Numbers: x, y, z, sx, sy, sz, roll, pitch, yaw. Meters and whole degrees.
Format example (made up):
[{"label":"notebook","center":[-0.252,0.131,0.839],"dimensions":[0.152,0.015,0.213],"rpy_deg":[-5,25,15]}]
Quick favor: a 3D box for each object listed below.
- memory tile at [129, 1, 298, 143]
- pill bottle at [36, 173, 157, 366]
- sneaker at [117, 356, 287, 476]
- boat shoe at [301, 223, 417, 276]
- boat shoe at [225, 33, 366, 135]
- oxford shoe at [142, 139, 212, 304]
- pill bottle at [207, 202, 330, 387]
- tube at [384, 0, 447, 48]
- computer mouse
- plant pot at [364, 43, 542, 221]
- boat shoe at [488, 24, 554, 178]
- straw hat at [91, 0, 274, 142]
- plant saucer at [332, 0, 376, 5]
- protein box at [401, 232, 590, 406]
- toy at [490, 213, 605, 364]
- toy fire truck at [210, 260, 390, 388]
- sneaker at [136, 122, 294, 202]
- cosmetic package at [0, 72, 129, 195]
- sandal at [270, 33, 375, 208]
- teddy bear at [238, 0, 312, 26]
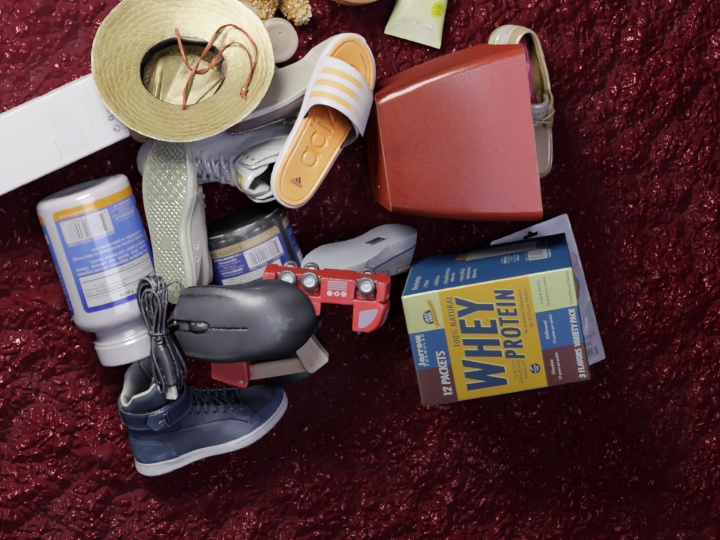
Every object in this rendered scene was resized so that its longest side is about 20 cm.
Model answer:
[{"label":"memory tile","center":[-0.172,-0.219,1.501],"dimensions":[0.152,0.017,0.202],"rpy_deg":[21,108,-24]},{"label":"pill bottle","center":[-0.289,0.001,1.481],"dimensions":[0.111,0.112,0.203],"rpy_deg":[-19,104,-14]},{"label":"sneaker","center":[-0.190,0.148,1.533],"dimensions":[0.200,0.077,0.148],"rpy_deg":[-22,124,-13]},{"label":"boat shoe","center":[0.000,0.000,1.564],"dimensions":[0.199,0.070,0.071],"rpy_deg":[-25,124,-51]},{"label":"boat shoe","center":[-0.075,-0.204,1.493],"dimensions":[0.199,0.072,0.060],"rpy_deg":[-31,136,-15]},{"label":"oxford shoe","center":[-0.202,-0.064,1.462],"dimensions":[0.057,0.074,0.203],"rpy_deg":[-21,112,-52]},{"label":"pill bottle","center":[-0.109,0.030,1.543],"dimensions":[0.111,0.112,0.202],"rpy_deg":[-24,104,-13]},{"label":"tube","center":[0.090,-0.380,1.582],"dimensions":[0.057,0.052,0.203],"rpy_deg":[18,99,21]},{"label":"computer mouse","center":[-0.148,0.066,1.418],"dimensions":[0.197,0.053,0.141],"rpy_deg":[-8,100,7]},{"label":"plant pot","center":[0.099,-0.157,1.547],"dimensions":[0.173,0.200,0.203],"rpy_deg":[-10,101,-7]},{"label":"boat shoe","center":[0.210,-0.209,1.629],"dimensions":[0.073,0.069,0.203],"rpy_deg":[-19,104,-21]},{"label":"straw hat","center":[-0.196,-0.213,1.433],"dimensions":[0.198,0.085,0.204],"rpy_deg":[2,72,-7]},{"label":"plant saucer","center":[-0.022,-0.411,1.513],"dimensions":[0.198,0.032,0.204],"rpy_deg":[6,81,-40]},{"label":"protein box","center":[0.164,0.054,1.557],"dimensions":[0.197,0.199,0.137],"rpy_deg":[-10,102,9]},{"label":"toy","center":[0.240,0.040,1.690],"dimensions":[0.114,0.047,0.203],"rpy_deg":[-20,98,-15]},{"label":"toy fire truck","center":[-0.068,0.064,1.467],"dimensions":[0.197,0.049,0.143],"rpy_deg":[5,105,0]},{"label":"sneaker","center":[-0.156,-0.124,1.480],"dimensions":[0.197,0.116,0.075],"rpy_deg":[-12,121,-8]},{"label":"cosmetic package","center":[-0.366,-0.146,1.435],"dimensions":[0.198,0.113,0.082],"rpy_deg":[-26,104,-14]},{"label":"sandal","center":[-0.030,-0.162,1.439],"dimensions":[0.079,0.059,0.209],"rpy_deg":[27,84,-29]},{"label":"teddy bear","center":[-0.126,-0.323,1.509],"dimensions":[0.200,0.067,0.145],"rpy_deg":[-46,111,-6]}]
